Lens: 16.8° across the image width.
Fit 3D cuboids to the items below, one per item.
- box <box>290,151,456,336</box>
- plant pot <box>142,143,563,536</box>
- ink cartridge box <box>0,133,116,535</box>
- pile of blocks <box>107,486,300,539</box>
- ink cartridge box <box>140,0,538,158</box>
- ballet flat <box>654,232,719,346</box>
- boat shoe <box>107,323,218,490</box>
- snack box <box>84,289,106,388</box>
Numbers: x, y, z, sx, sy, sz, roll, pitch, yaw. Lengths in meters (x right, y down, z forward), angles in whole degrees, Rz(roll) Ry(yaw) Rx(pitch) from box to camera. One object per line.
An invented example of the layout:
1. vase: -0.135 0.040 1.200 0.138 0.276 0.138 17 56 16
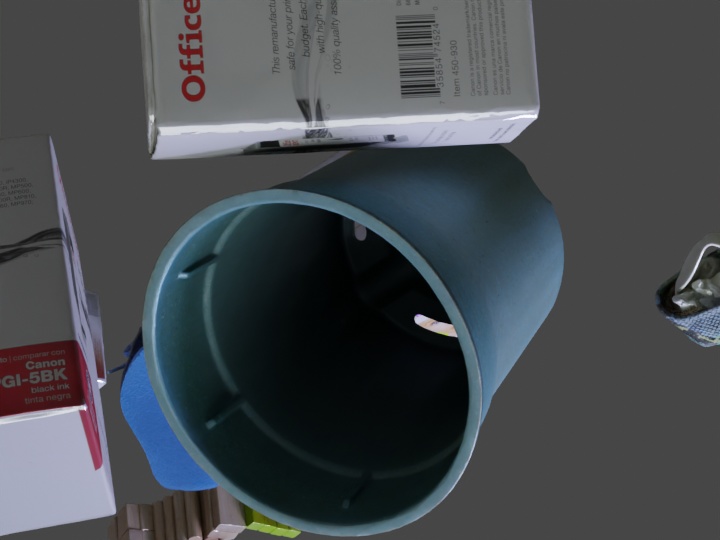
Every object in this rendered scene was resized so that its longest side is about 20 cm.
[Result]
1. box: 0.000 0.000 1.569 0.200 0.101 0.112 -31 142 32
2. plant pot: 0.012 0.017 1.368 0.200 0.200 0.196 -32 -175 33
3. ink cartridge box: -0.209 0.038 1.492 0.083 0.200 0.147 -10 149 -4
4. pile of blocks: -0.106 0.202 1.906 0.200 0.062 0.082 -22 146 22
5. ink cartridge box: -0.017 -0.139 1.277 0.200 0.147 0.083 -3 173 -8
6. ballet flat: 0.272 -0.014 1.650 0.074 0.074 0.200 14 139 -31
7. boat shoe: -0.134 0.082 1.708 0.084 0.069 0.200 4 146 -3
8. snack box: -0.241 0.090 1.685 0.024 0.072 0.200 16 141 -37
